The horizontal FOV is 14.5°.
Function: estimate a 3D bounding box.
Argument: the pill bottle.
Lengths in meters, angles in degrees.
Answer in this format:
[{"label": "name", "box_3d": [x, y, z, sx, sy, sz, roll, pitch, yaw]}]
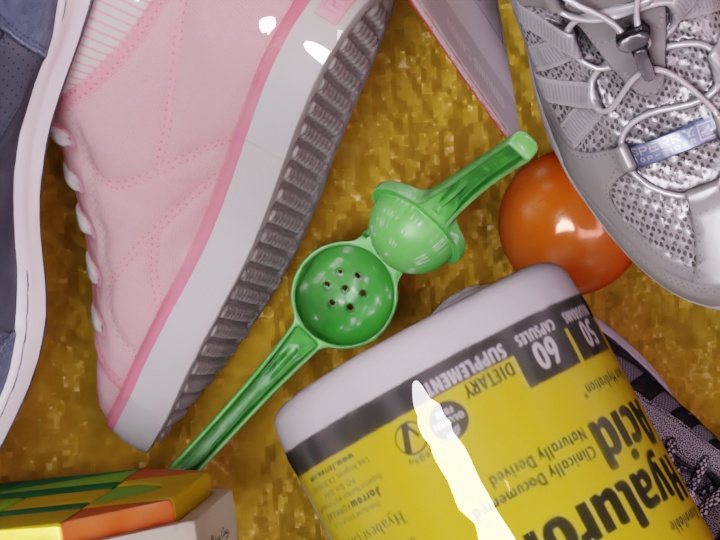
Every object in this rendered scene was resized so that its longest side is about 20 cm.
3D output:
[{"label": "pill bottle", "box_3d": [0.064, 0.108, 0.914, 0.111, 0.111, 0.201, -27, 85, -17]}]

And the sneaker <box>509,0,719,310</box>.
[{"label": "sneaker", "box_3d": [0.074, -0.077, 0.861, 0.074, 0.082, 0.201, -26, 92, 13]}]

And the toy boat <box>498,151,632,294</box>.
[{"label": "toy boat", "box_3d": [0.108, -0.035, 0.989, 0.130, 0.131, 0.200, -31, 111, 16]}]

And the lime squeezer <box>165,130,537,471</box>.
[{"label": "lime squeezer", "box_3d": [0.000, 0.000, 0.929, 0.038, 0.200, 0.071, 52, 36, 8]}]

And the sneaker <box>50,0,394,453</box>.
[{"label": "sneaker", "box_3d": [-0.067, -0.038, 0.909, 0.104, 0.201, 0.075, 31, 39, 8]}]

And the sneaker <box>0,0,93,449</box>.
[{"label": "sneaker", "box_3d": [-0.150, -0.022, 0.809, 0.146, 0.077, 0.204, -12, 115, -61]}]

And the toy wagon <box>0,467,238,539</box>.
[{"label": "toy wagon", "box_3d": [-0.140, 0.093, 0.865, 0.198, 0.155, 0.040, -6, 93, 8]}]

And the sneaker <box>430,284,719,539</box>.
[{"label": "sneaker", "box_3d": [0.111, 0.079, 0.994, 0.200, 0.114, 0.076, 42, 80, -23]}]

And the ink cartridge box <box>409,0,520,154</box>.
[{"label": "ink cartridge box", "box_3d": [-0.010, -0.151, 0.847, 0.200, 0.044, 0.177, 51, 31, -53]}]
